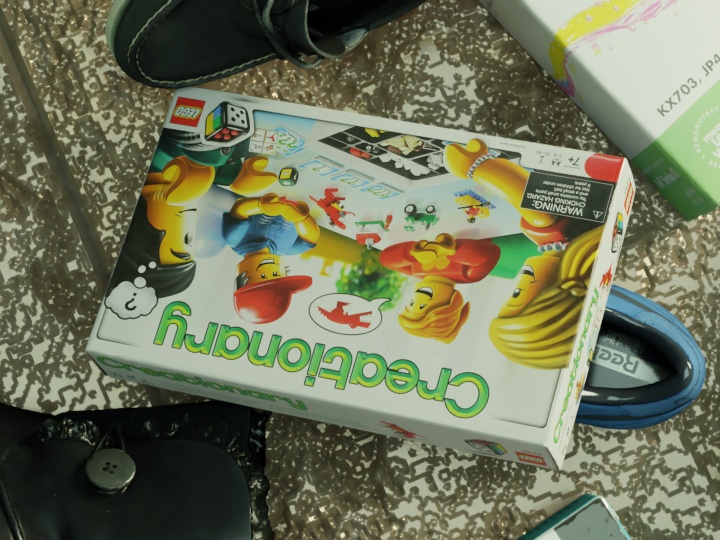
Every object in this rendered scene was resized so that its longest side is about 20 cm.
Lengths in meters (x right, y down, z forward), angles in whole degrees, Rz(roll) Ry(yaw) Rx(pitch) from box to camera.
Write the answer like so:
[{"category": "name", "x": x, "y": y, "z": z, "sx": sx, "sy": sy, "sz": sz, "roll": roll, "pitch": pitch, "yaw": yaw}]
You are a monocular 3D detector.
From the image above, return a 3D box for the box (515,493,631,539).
[{"category": "box", "x": 0.038, "y": 0.182, "z": 0.991, "sx": 0.200, "sy": 0.049, "sz": 0.082, "roll": -33, "pitch": 89, "yaw": -4}]

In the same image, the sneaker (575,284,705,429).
[{"category": "sneaker", "x": 0.047, "y": 0.021, "z": 0.991, "sx": 0.200, "sy": 0.078, "sz": 0.066, "roll": 13, "pitch": 87, "yaw": 0}]

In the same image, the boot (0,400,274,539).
[{"category": "boot", "x": -0.118, "y": 0.121, "z": 0.936, "sx": 0.168, "sy": 0.200, "sz": 0.076, "roll": 3, "pitch": 130, "yaw": 0}]

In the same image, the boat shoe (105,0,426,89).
[{"category": "boat shoe", "x": -0.015, "y": -0.118, "z": 0.957, "sx": 0.199, "sy": 0.075, "sz": 0.066, "roll": -24, "pitch": 50, "yaw": 12}]

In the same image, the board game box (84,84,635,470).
[{"category": "board game box", "x": 0.000, "y": 0.000, "z": 0.966, "sx": 0.200, "sy": 0.035, "sz": 0.126, "roll": 10, "pitch": 70, "yaw": 18}]

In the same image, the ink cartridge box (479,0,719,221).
[{"category": "ink cartridge box", "x": 0.118, "y": -0.134, "z": 1.008, "sx": 0.117, "sy": 0.067, "sz": 0.200, "roll": -44, "pitch": 89, "yaw": -4}]
